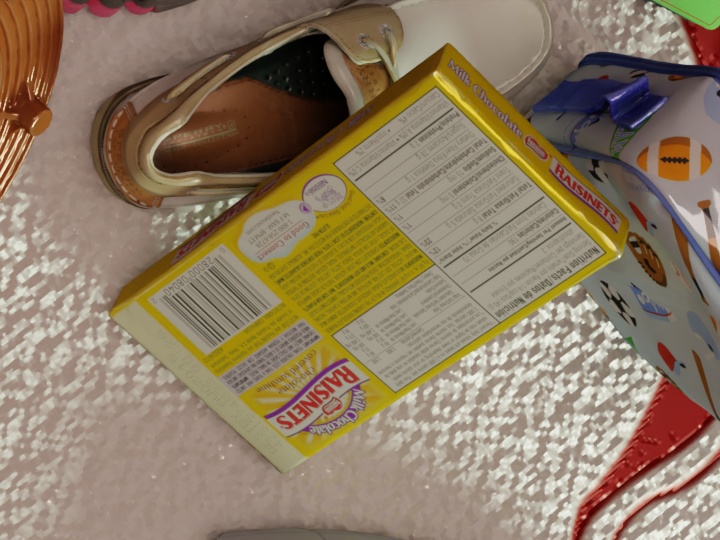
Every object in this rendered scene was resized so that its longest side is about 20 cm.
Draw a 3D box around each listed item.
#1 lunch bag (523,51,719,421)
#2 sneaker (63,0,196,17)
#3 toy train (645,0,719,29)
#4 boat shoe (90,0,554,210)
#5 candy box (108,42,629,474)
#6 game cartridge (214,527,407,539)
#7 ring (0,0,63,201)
[{"bbox_3d":[0.136,-0.015,1.169,0.075,0.200,0.161,-38,105,-10],"label":"lunch bag"},{"bbox_3d":[-0.138,-0.162,1.145,0.199,0.079,0.096,17,71,-22],"label":"sneaker"},{"bbox_3d":[0.195,-0.103,1.255,0.199,0.042,0.056,26,132,-21],"label":"toy train"},{"bbox_3d":[-0.007,-0.069,1.189,0.199,0.068,0.075,-23,102,-14],"label":"boat shoe"},{"bbox_3d":[0.000,0.000,1.152,0.102,0.200,0.026,42,39,-17],"label":"candy box"},{"bbox_3d":[0.018,0.182,1.242,0.199,0.041,0.134,18,94,-18],"label":"game cartridge"},{"bbox_3d":[-0.175,-0.039,1.090,0.019,0.200,0.201,36,84,21],"label":"ring"}]
